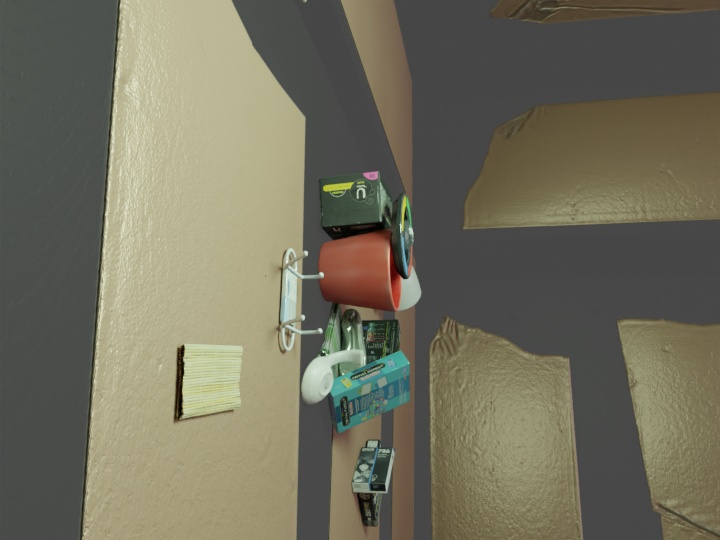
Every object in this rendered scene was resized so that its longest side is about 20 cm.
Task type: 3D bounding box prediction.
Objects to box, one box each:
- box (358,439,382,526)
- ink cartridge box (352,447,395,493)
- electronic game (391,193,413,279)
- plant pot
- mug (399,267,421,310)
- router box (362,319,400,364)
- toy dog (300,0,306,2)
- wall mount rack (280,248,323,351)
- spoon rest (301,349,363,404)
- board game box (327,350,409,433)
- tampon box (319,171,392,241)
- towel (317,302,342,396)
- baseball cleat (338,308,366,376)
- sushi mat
[{"bbox_3d":[0.037,0.644,2.002,0.201,0.049,0.162,-74,158,-57],"label":"box"},{"bbox_3d":[0.041,0.564,1.905,0.200,0.098,0.040,-67,152,-66],"label":"ink cartridge box"},{"bbox_3d":[0.103,-0.080,1.545,0.200,0.041,0.202,-2,90,-79],"label":"electronic game"},{"bbox_3d":[0.000,0.000,1.566,0.200,0.175,0.203,-1,90,-79],"label":"plant pot"},{"bbox_3d":[0.103,0.041,2.234,0.200,0.147,0.176,-47,135,-30],"label":"mug"},{"bbox_3d":[0.024,0.225,1.727,0.062,0.148,0.201,76,17,-47],"label":"router box"},{"bbox_3d":[-0.074,-0.675,1.394,0.200,0.138,0.195,-71,170,-60],"label":"toy dog"},{"bbox_3d":[-0.115,0.047,1.238,0.174,0.074,0.202,51,38,-72],"label":"wall mount rack"},{"bbox_3d":[-0.070,0.223,1.436,0.199,0.060,0.100,-24,121,-53],"label":"spoon rest"},{"bbox_3d":[0.020,0.289,1.564,0.047,0.198,0.152,54,-23,43],"label":"board game box"},{"bbox_3d":[-0.005,-0.147,1.615,0.200,0.148,0.128,46,40,-74],"label":"tampon box"},{"bbox_3d":[-0.068,0.189,1.600,0.201,0.030,0.150,-80,166,-54],"label":"towel"},{"bbox_3d":[-0.013,0.199,1.635,0.107,0.069,0.202,68,23,-66],"label":"baseball cleat"},{"bbox_3d":[-0.206,0.152,0.919,0.200,0.012,0.097,33,55,-76],"label":"sushi mat"}]
